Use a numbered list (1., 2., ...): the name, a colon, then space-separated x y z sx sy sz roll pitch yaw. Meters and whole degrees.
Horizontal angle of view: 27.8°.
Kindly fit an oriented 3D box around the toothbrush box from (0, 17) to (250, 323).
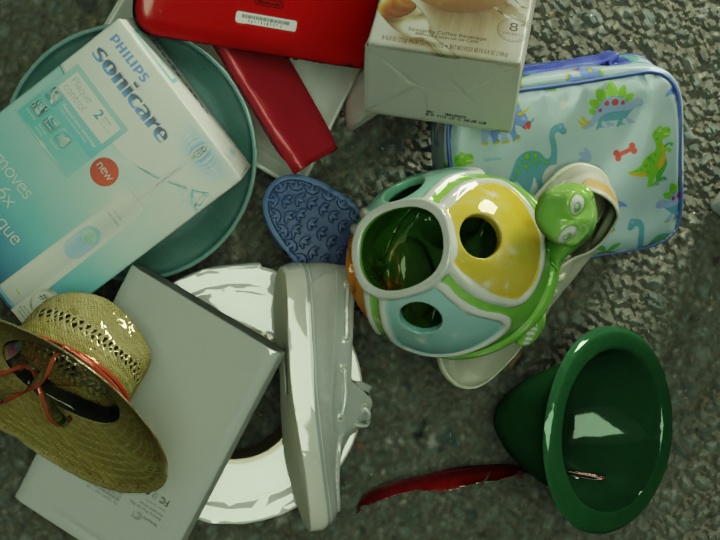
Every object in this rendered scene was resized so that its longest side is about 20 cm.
1. toothbrush box: -0.204 -0.072 1.085 0.200 0.085 0.147 -35 99 6

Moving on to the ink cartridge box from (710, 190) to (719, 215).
1. ink cartridge box: 0.374 -0.095 1.149 0.085 0.200 0.146 33 85 -1

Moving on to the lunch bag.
1. lunch bag: 0.157 -0.090 1.161 0.199 0.082 0.162 -10 111 -7

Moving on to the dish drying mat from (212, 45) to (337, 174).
1. dish drying mat: -0.086 -0.170 1.130 0.018 0.077 0.201 -30 94 34

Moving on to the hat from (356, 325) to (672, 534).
1. hat: 0.132 0.126 1.207 0.199 0.176 0.167 7 86 -45

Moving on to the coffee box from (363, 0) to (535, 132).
1. coffee box: 0.076 -0.211 1.096 0.114 0.080 0.201 9 56 6

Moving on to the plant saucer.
1. plant saucer: -0.179 -0.093 1.141 0.199 0.036 0.201 0 101 1

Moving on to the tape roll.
1. tape roll: -0.100 0.095 1.149 0.201 0.071 0.204 0 89 -7

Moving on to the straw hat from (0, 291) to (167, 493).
1. straw hat: -0.201 0.063 1.028 0.201 0.201 0.085 36 57 -6

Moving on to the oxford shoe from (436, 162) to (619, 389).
1. oxford shoe: 0.126 0.005 1.107 0.075 0.058 0.200 35 94 -20

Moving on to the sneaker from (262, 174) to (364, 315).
1. sneaker: 0.000 0.000 1.158 0.200 0.078 0.070 40 80 -7

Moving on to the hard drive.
1. hard drive: -0.158 0.115 1.080 0.132 0.026 0.201 30 97 12

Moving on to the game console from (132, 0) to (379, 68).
1. game console: -0.085 -0.255 1.119 0.199 0.119 0.173 5 98 -26

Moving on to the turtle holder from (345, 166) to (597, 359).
1. turtle holder: 0.075 -0.004 1.033 0.185 0.132 0.142 14 90 31

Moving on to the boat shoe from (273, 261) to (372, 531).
1. boat shoe: -0.024 0.093 1.093 0.068 0.072 0.201 -5 86 -14

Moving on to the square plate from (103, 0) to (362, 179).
1. square plate: -0.091 -0.198 1.174 0.199 0.028 0.199 28 85 -6

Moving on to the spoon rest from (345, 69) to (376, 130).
1. spoon rest: 0.065 -0.175 1.168 0.200 0.099 0.061 -43 93 -17
